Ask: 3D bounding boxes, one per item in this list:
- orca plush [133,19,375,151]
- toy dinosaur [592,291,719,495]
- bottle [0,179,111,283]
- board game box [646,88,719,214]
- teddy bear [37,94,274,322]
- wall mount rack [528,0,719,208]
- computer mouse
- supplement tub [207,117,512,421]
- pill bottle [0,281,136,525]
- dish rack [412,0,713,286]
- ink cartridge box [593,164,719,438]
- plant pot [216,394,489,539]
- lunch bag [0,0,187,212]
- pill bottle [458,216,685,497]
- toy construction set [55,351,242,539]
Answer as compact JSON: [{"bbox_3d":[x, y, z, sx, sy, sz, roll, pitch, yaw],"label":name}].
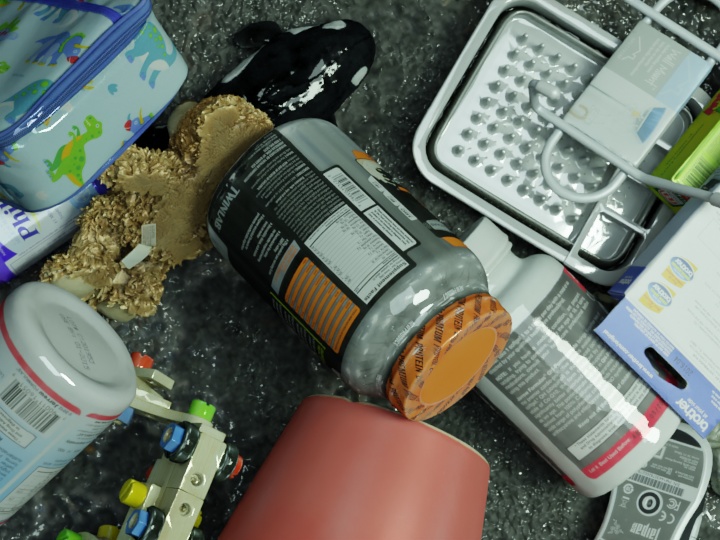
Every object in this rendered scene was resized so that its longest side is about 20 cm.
[{"bbox_3d":[-0.077,-0.134,1.079,0.200,0.071,0.105,-13,87,-8],"label":"orca plush"},{"bbox_3d":[0.264,0.081,1.122,0.088,0.047,0.200,-32,87,-2],"label":"toy dinosaur"},{"bbox_3d":[-0.264,-0.033,1.049,0.200,0.065,0.084,-35,86,-9],"label":"bottle"},{"bbox_3d":[0.315,-0.107,1.102,0.102,0.048,0.200,42,80,-12],"label":"board game box"},{"bbox_3d":[-0.145,-0.047,1.036,0.145,0.067,0.200,9,119,-40],"label":"teddy bear"},{"bbox_3d":[0.224,-0.125,1.058,0.174,0.075,0.200,35,80,17],"label":"wall mount rack"},{"bbox_3d":[0.210,0.209,1.093,0.110,0.044,0.200,17,76,34],"label":"computer mouse"},{"bbox_3d":[0.000,0.000,0.993,0.123,0.123,0.200,-41,65,-9],"label":"supplement tub"},{"bbox_3d":[-0.253,0.109,0.995,0.200,0.109,0.109,-42,92,15],"label":"pill bottle"},{"bbox_3d":[0.153,-0.100,1.121,0.200,0.044,0.172,31,83,-4],"label":"dish rack"},{"bbox_3d":[0.263,0.006,1.047,0.119,0.042,0.200,43,82,-11],"label":"ink cartridge box"},{"bbox_3d":[-0.005,0.193,1.013,0.200,0.200,0.177,22,72,-5],"label":"plant pot"},{"bbox_3d":[-0.222,-0.128,0.993,0.161,0.200,0.082,-47,129,-21],"label":"lunch bag"},{"bbox_3d":[0.132,0.059,1.071,0.200,0.111,0.111,44,82,-2],"label":"pill bottle"},{"bbox_3d":[-0.152,0.157,1.029,0.092,0.131,0.200,15,77,-30],"label":"toy construction set"}]
